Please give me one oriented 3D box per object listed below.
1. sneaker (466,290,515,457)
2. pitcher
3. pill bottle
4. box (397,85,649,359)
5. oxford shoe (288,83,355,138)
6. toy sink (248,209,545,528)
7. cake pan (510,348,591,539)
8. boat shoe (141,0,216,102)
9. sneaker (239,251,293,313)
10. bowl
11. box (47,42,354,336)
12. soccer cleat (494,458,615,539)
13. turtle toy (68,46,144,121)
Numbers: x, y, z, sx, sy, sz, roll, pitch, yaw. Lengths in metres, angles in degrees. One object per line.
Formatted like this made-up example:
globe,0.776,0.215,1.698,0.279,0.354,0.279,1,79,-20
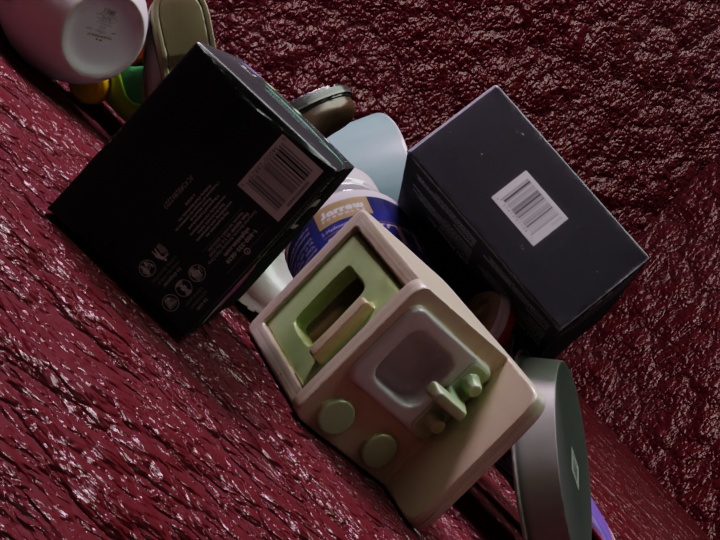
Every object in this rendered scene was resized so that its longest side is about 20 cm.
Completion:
sneaker,0.120,0.095,1.418,0.112,0.071,0.200,26,-35,-5
pitcher,-0.290,-0.245,1.429,0.171,0.122,0.200,6,22,-39
pill bottle,0.000,0.000,1.420,0.120,0.120,0.200,40,16,-39
box,0.133,-0.030,1.420,0.200,0.104,0.182,50,-13,10
oxford shoe,-0.066,-0.069,1.282,0.084,0.200,0.073,44,-20,6
toy sink,0.019,0.065,1.165,0.112,0.130,0.200,41,7,-32
cake pan,0.161,0.164,1.356,0.200,0.037,0.201,-7,90,-75
boat shoe,-0.155,-0.146,1.439,0.074,0.201,0.068,-1,-7,-16
sneaker,-0.102,-0.038,1.325,0.200,0.080,0.076,48,5,27
bowl,-0.022,-0.072,1.788,0.105,0.201,0.201,-4,28,-21
box,-0.099,-0.057,1.103,0.124,0.149,0.200,43,5,-1
soccer cleat,0.177,0.205,1.500,0.200,0.068,0.073,58,5,-1
turtle toy,-0.176,-0.162,1.533,0.200,0.101,0.146,43,12,-3
